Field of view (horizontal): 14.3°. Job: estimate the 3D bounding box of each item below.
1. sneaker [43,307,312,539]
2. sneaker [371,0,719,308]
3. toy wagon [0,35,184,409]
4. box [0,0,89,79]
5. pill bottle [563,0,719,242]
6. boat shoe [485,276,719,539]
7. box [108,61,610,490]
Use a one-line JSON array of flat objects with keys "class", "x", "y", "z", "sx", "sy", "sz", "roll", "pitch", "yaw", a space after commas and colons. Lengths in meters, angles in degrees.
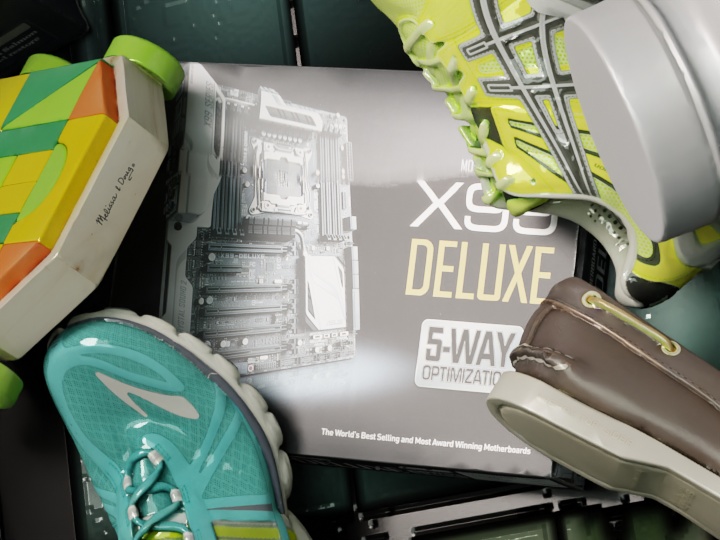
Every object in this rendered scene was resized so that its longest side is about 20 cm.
[{"class": "sneaker", "x": -0.062, "y": 0.106, "z": 1.105, "sx": 0.077, "sy": 0.080, "sz": 0.201, "roll": -26, "pitch": 96, "yaw": 29}, {"class": "sneaker", "x": 0.061, "y": -0.067, "z": 1.065, "sx": 0.200, "sy": 0.075, "sz": 0.077, "roll": 38, "pitch": 77, "yaw": 1}, {"class": "toy wagon", "x": -0.151, "y": -0.020, "z": 1.162, "sx": 0.200, "sy": 0.040, "sz": 0.156, "roll": -4, "pitch": 55, "yaw": 54}, {"class": "box", "x": -0.233, "y": -0.180, "z": 1.194, "sx": 0.117, "sy": 0.200, "sz": 0.197, "roll": -28, "pitch": 71, "yaw": 14}, {"class": "pill bottle", "x": 0.178, "y": -0.086, "z": 0.999, "sx": 0.199, "sy": 0.112, "sz": 0.113, "roll": -23, "pitch": 72, "yaw": -4}, {"class": "boat shoe", "x": 0.146, "y": 0.072, "z": 1.061, "sx": 0.199, "sy": 0.072, "sz": 0.060, "roll": 28, "pitch": 75, "yaw": 4}, {"class": "box", "x": 0.000, "y": 0.000, "z": 1.153, "sx": 0.199, "sy": 0.050, "sz": 0.159, "roll": 5, "pitch": 82, "yaw": 21}]
